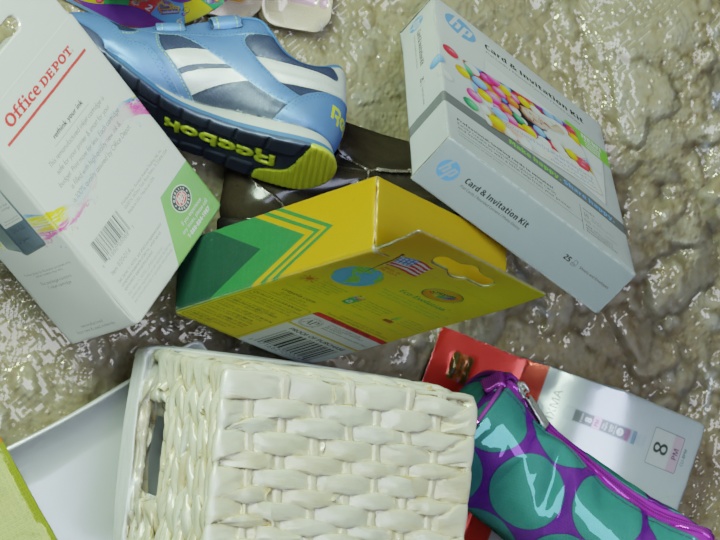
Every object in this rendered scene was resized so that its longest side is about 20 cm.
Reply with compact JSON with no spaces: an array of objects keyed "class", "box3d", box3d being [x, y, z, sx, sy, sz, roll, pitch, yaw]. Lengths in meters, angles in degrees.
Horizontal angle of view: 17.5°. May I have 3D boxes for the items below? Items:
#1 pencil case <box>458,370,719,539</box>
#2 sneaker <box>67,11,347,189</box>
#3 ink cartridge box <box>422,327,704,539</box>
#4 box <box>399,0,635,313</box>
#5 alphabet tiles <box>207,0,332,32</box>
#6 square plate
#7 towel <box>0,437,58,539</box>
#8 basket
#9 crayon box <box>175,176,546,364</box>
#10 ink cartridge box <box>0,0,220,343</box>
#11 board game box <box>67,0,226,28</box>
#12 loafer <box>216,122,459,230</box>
[{"class":"pencil case","box3d":[0.140,0.153,1.539,0.200,0.085,0.092,37,115,-5]},{"class":"sneaker","box3d":[-0.100,-0.121,1.466,0.199,0.074,0.082,22,65,-4]},{"class":"ink cartridge box","box3d":[0.123,0.147,1.593,0.199,0.057,0.163,23,84,-27]},{"class":"box","box3d":[0.097,-0.077,1.499,0.156,0.200,0.041,35,113,-20]},{"class":"alphabet tiles","box3d":[-0.056,-0.259,1.518,0.195,0.015,0.201,7,89,-23]},{"class":"square plate","box3d":[-0.146,0.176,1.490,0.200,0.028,0.199,-29,102,-19]},{"class":"towel","box3d":[-0.242,0.147,1.427,0.086,0.018,0.201,-31,101,-16]},{"class":"basket","box3d":[-0.036,0.123,1.453,0.199,0.123,0.136,9,84,-30]},{"class":"crayon box","box3d":[0.000,0.000,1.436,0.127,0.200,0.051,25,58,-44]},{"class":"ink cartridge box","box3d":[-0.187,-0.070,1.409,0.200,0.067,0.117,53,46,-23]},{"class":"board game box","box3d":[-0.153,-0.210,1.410,0.200,0.158,0.039,27,39,-22]},{"class":"loafer","box3d":[0.001,-0.063,1.517,0.199,0.073,0.072,-10,98,-22]}]
